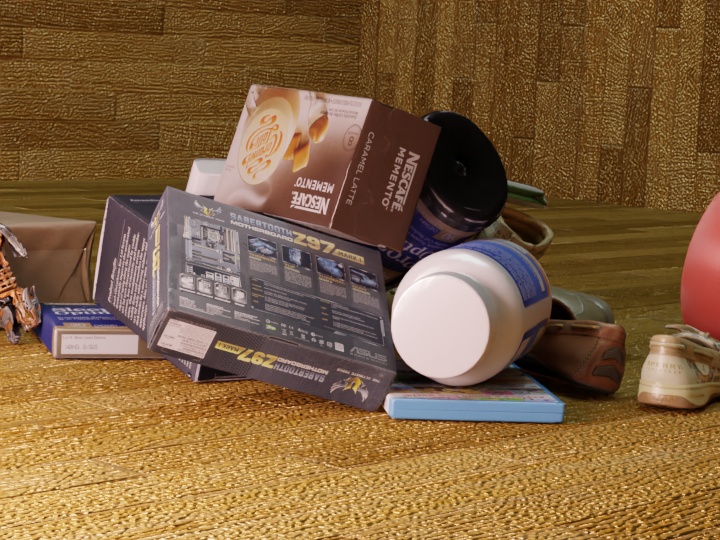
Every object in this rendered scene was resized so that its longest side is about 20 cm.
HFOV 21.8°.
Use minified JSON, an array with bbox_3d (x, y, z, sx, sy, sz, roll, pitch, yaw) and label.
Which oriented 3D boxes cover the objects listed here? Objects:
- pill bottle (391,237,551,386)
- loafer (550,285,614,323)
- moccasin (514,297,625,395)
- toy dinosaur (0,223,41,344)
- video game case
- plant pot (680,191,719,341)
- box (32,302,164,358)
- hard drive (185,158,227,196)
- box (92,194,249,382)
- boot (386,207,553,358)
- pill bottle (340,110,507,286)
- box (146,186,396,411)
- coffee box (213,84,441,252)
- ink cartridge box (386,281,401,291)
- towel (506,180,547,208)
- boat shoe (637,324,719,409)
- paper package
[{"bbox_3d":[0.089,0.035,1.556,0.111,0.113,0.200,5,6,16],"label":"pill bottle"},{"bbox_3d":[0.155,0.039,1.880,0.198,0.077,0.067,6,1,27],"label":"loafer"},{"bbox_3d":[0.168,0.054,1.685,0.073,0.079,0.201,18,-1,-25],"label":"moccasin"},{"bbox_3d":[-0.387,-0.008,1.750,0.200,0.136,0.102,51,9,21],"label":"toy dinosaur"},{"bbox_3d":[0.080,0.099,1.573,0.141,0.018,0.200,3,6,-8],"label":"video game case"},{"bbox_3d":[0.428,0.019,1.747,0.199,0.203,0.177,-3,17,-42],"label":"plant pot"},{"bbox_3d":[-0.246,0.053,1.780,0.120,0.033,0.200,1,6,-18],"label":"box"},{"bbox_3d":[-0.122,-0.023,1.843,0.131,0.201,0.027,0,42,-24],"label":"hard drive"},{"bbox_3d":[-0.128,0.011,1.680,0.147,0.105,0.200,-1,21,-35],"label":"box"},{"bbox_3d":[0.085,0.009,1.763,0.199,0.156,0.073,1,45,-47],"label":"boot"},{"bbox_3d":[0.030,-0.052,1.677,0.111,0.113,0.199,-3,-21,-42],"label":"pill bottle"},{"bbox_3d":[-0.073,0.022,1.514,0.198,0.051,0.158,17,36,-19],"label":"box"},{"bbox_3d":[-0.032,-0.090,1.608,0.079,0.115,0.199,19,-2,-34],"label":"coffee box"},{"bbox_3d":[0.027,-0.010,1.932,0.083,0.148,0.200,5,7,27],"label":"ink cartridge box"},{"bbox_3d":[0.067,-0.085,1.833,0.199,0.024,0.152,8,1,45],"label":"towel"},{"bbox_3d":[0.291,0.078,1.641,0.073,0.063,0.200,4,6,18],"label":"boat shoe"},{"bbox_3d":[-0.402,-0.007,1.925,0.198,0.105,0.190,6,7,31],"label":"paper package"}]
